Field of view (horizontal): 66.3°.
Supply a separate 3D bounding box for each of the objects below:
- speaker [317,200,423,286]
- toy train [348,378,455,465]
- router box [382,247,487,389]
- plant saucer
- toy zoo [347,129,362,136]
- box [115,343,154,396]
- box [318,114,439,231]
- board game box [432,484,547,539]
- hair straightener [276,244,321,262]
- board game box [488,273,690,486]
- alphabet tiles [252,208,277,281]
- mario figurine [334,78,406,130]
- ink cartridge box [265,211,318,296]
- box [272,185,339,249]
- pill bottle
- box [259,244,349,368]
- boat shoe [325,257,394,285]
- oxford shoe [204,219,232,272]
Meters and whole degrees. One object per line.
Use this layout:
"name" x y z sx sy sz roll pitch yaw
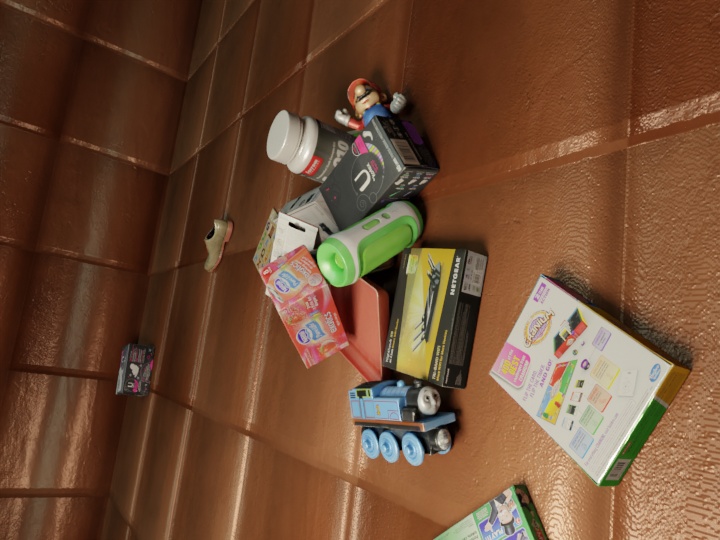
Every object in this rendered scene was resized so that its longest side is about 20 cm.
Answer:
"speaker" 0.020 -0.049 0.930 0.087 0.198 0.091 27 132 34
"toy train" 0.061 0.229 0.854 0.198 0.085 0.118 -17 82 54
"router box" 0.114 0.069 0.879 0.156 0.051 0.207 4 82 57
"plant saucer" 0.001 0.089 1.002 0.199 0.036 0.206 35 133 55
"toy zoo" -0.024 -0.210 1.222 0.130 0.020 0.207 7 85 57
"box" -0.965 0.427 2.356 0.131 0.112 0.207 -20 62 51
"box" 0.030 -0.167 1.019 0.200 0.104 0.124 -46 63 39
"board game box" 0.164 0.388 0.708 0.201 0.028 0.137 -51 41 34
"hair straightener" -0.099 -0.034 1.128 0.195 0.077 0.042 -9 103 28
"board game box" 0.256 0.120 0.653 0.200 0.039 0.156 48 119 53
"alphabet tiles" -0.243 -0.055 1.516 0.171 0.007 0.201 -64 34 18
"mario figurine" 0.019 -0.321 1.110 0.108 0.120 0.203 104 151 -48
"ink cartridge box" -0.144 -0.022 1.229 0.107 0.050 0.206 22 114 20
"box" -0.096 -0.109 1.200 0.198 0.117 0.061 -15 37 55
"pill bottle" -0.084 -0.242 1.124 0.113 0.196 0.118 -25 58 49
"box" -0.096 0.068 0.980 0.104 0.093 0.202 57 169 36
"boat shoe" -0.001 0.000 1.079 0.197 0.071 0.069 -11 102 50
"oxford shoe" -0.497 -0.088 1.856 0.204 0.073 0.071 -63 36 20
